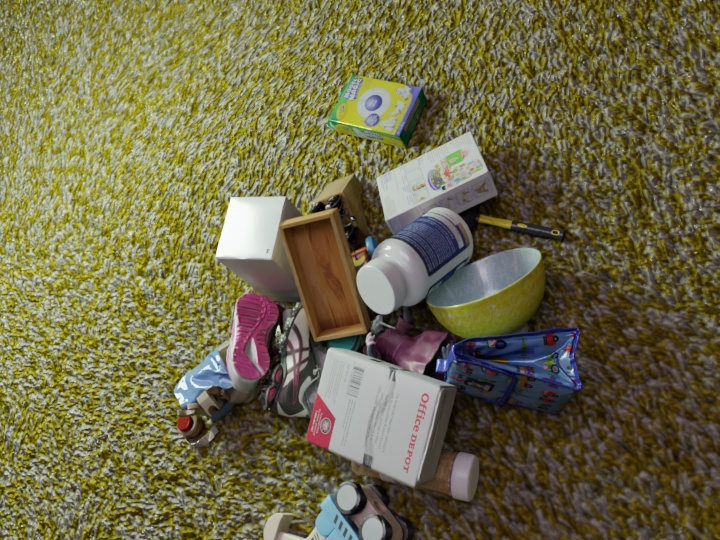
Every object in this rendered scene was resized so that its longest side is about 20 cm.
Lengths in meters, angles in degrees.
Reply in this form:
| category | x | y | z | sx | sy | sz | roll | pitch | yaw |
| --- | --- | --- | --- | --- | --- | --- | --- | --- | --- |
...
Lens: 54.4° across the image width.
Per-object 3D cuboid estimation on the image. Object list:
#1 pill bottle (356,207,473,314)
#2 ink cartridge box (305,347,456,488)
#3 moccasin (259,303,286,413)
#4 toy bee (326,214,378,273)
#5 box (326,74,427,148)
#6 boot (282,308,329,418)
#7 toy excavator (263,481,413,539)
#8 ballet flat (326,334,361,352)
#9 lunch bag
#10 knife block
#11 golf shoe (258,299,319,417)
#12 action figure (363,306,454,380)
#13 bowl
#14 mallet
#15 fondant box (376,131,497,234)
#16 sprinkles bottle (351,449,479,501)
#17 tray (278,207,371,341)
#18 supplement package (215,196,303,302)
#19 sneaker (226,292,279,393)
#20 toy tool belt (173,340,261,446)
| category | x | y | z | sx | sy | sz | roll | pitch | yaw |
| --- | --- | --- | --- | --- | --- | --- | --- | --- | --- |
| pill bottle | 0.087 | -0.013 | 1.132 | 0.110 | 0.113 | 0.199 | 29 | 45 | 31 |
| ink cartridge box | 0.032 | 0.216 | 1.054 | 0.196 | 0.083 | 0.149 | 15 | 88 | 28 |
| moccasin | -0.156 | 0.154 | 1.264 | 0.072 | 0.078 | 0.207 | -9 | 64 | 19 |
| toy bee | 0.000 | 0.000 | 1.198 | 0.130 | 0.198 | 0.111 | -31 | 61 | 32 |
| box | 0.025 | -0.328 | 1.421 | 0.196 | 0.048 | 0.120 | 18 | 75 | 31 |
| boot | -0.076 | 0.153 | 1.244 | 0.093 | 0.074 | 0.205 | -18 | 67 | 5 |
| toy excavator | -0.046 | 0.414 | 1.098 | 0.201 | 0.099 | 0.194 | -50 | 56 | 6 |
| ballet flat | -0.032 | 0.089 | 1.239 | 0.066 | 0.071 | 0.203 | -18 | 48 | 2 |
| lunch bag | 0.209 | 0.143 | 1.033 | 0.194 | 0.151 | 0.097 | 4 | 67 | 5 |
| knife block | -0.046 | -0.122 | 1.283 | 0.062 | 0.176 | 0.205 | -18 | 61 | 13 |
| golf shoe | -0.105 | 0.146 | 1.186 | 0.086 | 0.077 | 0.205 | 18 | 76 | -4 |
| action figure | 0.078 | 0.133 | 1.177 | 0.133 | 0.152 | 0.198 | -36 | 34 | -23 |
| bowl | 0.213 | 0.057 | 1.115 | 0.196 | 0.201 | 0.110 | -23 | 103 | 13 |
| mallet | 0.251 | -0.071 | 1.213 | 0.196 | 0.041 | 0.067 | 22 | 76 | 26 |
| fondant box | 0.133 | -0.152 | 1.258 | 0.196 | 0.059 | 0.146 | -26 | 37 | 13 |
| sprinkles bottle | 0.085 | 0.305 | 1.096 | 0.195 | 0.068 | 0.070 | 5 | 69 | 26 |
| tray | -0.056 | 0.009 | 1.136 | 0.096 | 0.037 | 0.205 | -11 | 107 | 20 |
| supplement package | -0.153 | -0.035 | 1.276 | 0.118 | 0.200 | 0.123 | 2 | 68 | 23 |
| sneaker | -0.194 | 0.124 | 1.209 | 0.079 | 0.089 | 0.203 | 18 | 41 | -12 |
| toy tool belt | -0.280 | 0.215 | 1.266 | 0.200 | 0.123 | 0.125 | -44 | 57 | 0 |
